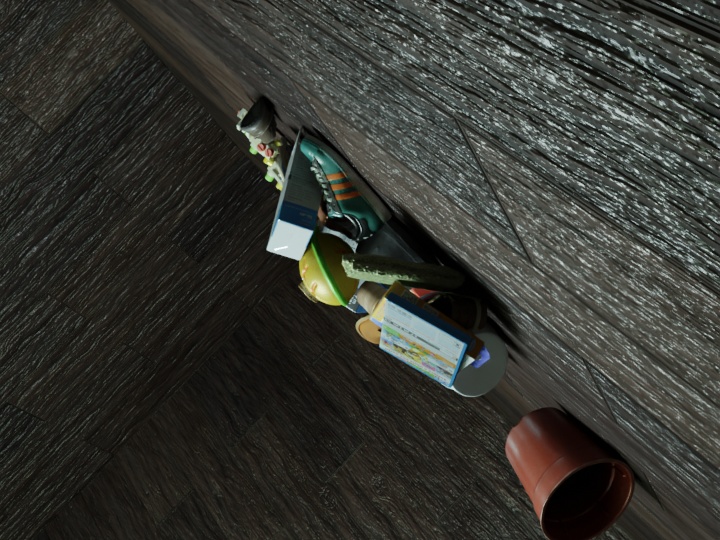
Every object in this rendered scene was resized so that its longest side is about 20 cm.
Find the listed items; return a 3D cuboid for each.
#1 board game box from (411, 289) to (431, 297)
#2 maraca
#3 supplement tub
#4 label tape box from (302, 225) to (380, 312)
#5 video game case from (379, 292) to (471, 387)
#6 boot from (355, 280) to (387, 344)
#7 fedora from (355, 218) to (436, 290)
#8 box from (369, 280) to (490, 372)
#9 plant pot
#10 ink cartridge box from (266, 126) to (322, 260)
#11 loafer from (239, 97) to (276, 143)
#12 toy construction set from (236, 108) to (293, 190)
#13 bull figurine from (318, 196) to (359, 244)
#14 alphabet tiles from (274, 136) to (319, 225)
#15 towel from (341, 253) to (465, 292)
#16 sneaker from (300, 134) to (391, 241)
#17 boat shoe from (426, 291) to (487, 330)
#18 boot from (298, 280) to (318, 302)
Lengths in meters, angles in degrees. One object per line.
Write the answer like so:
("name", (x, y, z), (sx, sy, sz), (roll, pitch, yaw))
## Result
("board game box", (0.141, 0.052, 1.914), (0.200, 0.040, 0.153), (47, 177, -33))
("maraca", (-0.060, -0.016, 1.577), (0.201, 0.106, 0.138), (-110, -5, -53))
("supplement tub", (0.173, 0.135, 1.608), (0.140, 0.140, 0.200), (46, 177, -29))
("label tape box", (0.000, 0.000, 1.713), (0.199, 0.145, 0.066), (32, -157, 14))
("video game case", (0.099, 0.115, 1.384), (0.142, 0.018, 0.201), (29, 156, 12))
("boot", (0.062, 0.120, 1.608), (0.155, 0.073, 0.201), (43, 164, 28))
("fedora", (0.052, -0.028, 1.554), (0.200, 0.090, 0.177), (43, 176, 43))
("box", (0.115, 0.105, 1.412), (0.199, 0.042, 0.119), (36, 157, 3))
("plant pot", (0.387, 0.380, 1.661), (0.201, 0.200, 0.196), (47, -175, -35))
("ink cartridge box", (-0.104, -0.137, 1.522), (0.066, 0.203, 0.116), (16, 152, -9))
("loafer", (-0.191, -0.292, 1.701), (0.071, 0.073, 0.200), (35, -175, -14))
("toy construction set", (-0.200, -0.263, 1.875), (0.201, 0.092, 0.131), (53, -158, 3))
("bull figurine", (-0.050, -0.129, 1.650), (0.120, 0.065, 0.201), (27, -155, -26))
("alphabet tiles", (-0.125, -0.153, 1.688), (0.201, 0.014, 0.197), (-87, -23, -58))
("towel", (0.067, 0.003, 1.407), (0.197, 0.037, 0.148), (9, 175, -1))
("sneaker", (-0.039, -0.135, 1.443), (0.200, 0.080, 0.071), (46, 177, -9))
("boat shoe", (0.136, 0.069, 1.463), (0.074, 0.076, 0.202), (4, 171, -21))
("boot", (-0.038, -0.017, 1.868), (0.066, 0.200, 0.175), (44, -178, 18))
